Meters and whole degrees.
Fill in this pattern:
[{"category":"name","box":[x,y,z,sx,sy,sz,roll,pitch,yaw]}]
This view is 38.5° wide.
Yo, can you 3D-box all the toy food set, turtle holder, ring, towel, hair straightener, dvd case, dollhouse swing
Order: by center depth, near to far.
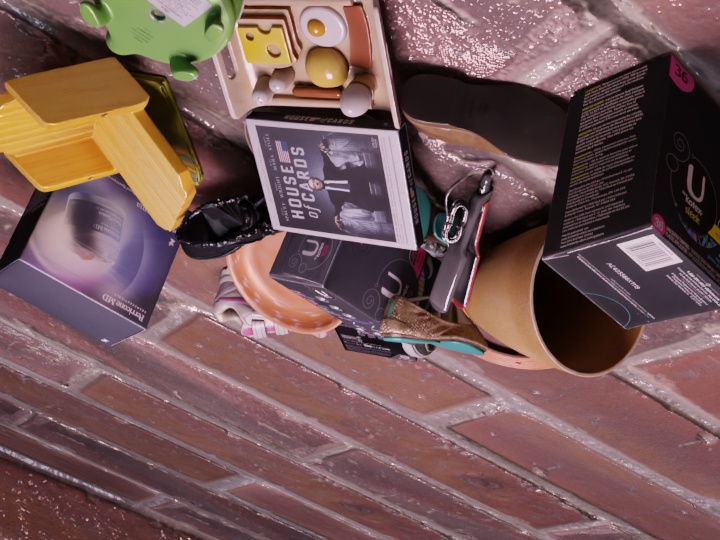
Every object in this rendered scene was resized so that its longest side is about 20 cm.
[{"category":"turtle holder","box":[-0.179,-0.267,0.989,0.140,0.132,0.186,18,152,-4]},{"category":"toy food set","box":[-0.060,-0.212,1.061,0.199,0.061,0.144,6,136,21]},{"category":"dvd case","box":[-0.029,-0.103,1.163,0.199,0.025,0.151,9,127,29]},{"category":"hair straightener","box":[0.118,-0.034,1.230,0.041,0.077,0.201,44,131,37]},{"category":"dollhouse swing","box":[-0.322,-0.124,1.239,0.181,0.177,0.200,-19,171,-25]},{"category":"towel","box":[-0.262,-0.179,1.310,0.085,0.018,0.200,10,150,12]},{"category":"ring","box":[0.223,0.091,1.516,0.199,0.019,0.201,14,151,8]}]

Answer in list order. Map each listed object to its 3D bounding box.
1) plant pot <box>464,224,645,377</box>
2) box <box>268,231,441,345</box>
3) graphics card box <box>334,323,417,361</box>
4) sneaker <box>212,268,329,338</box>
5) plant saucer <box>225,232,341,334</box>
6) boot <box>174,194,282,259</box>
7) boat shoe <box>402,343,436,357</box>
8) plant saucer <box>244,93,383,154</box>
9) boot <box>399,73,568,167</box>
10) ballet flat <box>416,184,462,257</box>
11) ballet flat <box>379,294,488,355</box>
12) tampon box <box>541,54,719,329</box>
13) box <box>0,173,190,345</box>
[{"category":"plant pot","box":[0.219,0.027,1.268,0.186,0.187,0.200,33,166,-26]},{"category":"box","box":[0.000,0.000,1.324,0.106,0.123,0.200,10,164,44]},{"category":"graphics card box","box":[0.016,0.064,1.547,0.125,0.051,0.200,7,149,20]},{"category":"sneaker","box":[-0.141,0.071,1.584,0.199,0.089,0.082,18,153,18]},{"category":"plant saucer","box":[-0.095,-0.001,1.451,0.199,0.037,0.201,16,131,20]},{"category":"boot","box":[-0.182,-0.054,1.322,0.197,0.074,0.162,-15,-177,22]},{"category":"boat shoe","box":[0.095,0.070,1.489,0.063,0.071,0.200,14,151,22]},{"category":"plant saucer","box":[-0.038,-0.151,1.220,0.199,0.032,0.201,14,150,8]},{"category":"boot","box":[0.140,-0.155,1.096,0.199,0.074,0.075,18,171,7]},{"category":"ballet flat","box":[0.064,-0.059,1.252,0.074,0.075,0.200,-6,156,36]},{"category":"ballet flat","box":[0.102,0.068,1.322,0.070,0.066,0.199,-1,170,39]},{"category":"tampon box","box":[0.282,-0.073,1.003,0.150,0.201,0.126,34,147,-31]},{"category":"box","box":[-0.370,-0.033,1.436,0.200,0.199,0.123,33,148,-28]}]
